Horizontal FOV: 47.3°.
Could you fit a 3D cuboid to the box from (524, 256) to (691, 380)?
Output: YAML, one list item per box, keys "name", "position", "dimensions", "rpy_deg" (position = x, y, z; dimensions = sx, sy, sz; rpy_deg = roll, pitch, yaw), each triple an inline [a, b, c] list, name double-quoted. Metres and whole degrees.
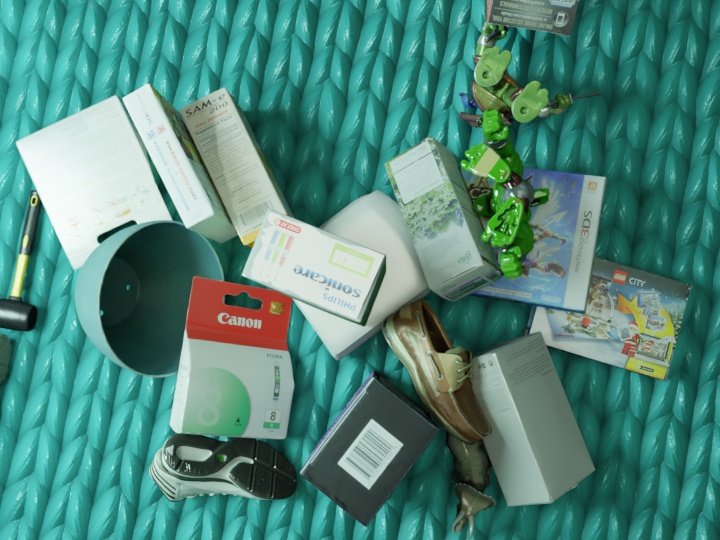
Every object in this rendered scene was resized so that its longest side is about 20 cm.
- name: "box"
  position: [0.342, 0.059, 1.144]
  dimensions: [0.198, 0.038, 0.138]
  rpy_deg: [17, 86, 2]

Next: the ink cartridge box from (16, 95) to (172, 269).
- name: "ink cartridge box"
  position: [-0.372, -0.124, 1.171]
  dimensions: [0.159, 0.047, 0.201]
  rpy_deg: [-24, 91, -1]

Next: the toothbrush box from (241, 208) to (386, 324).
- name: "toothbrush box"
  position: [-0.048, 0.003, 1.004]
  dimensions: [0.145, 0.200, 0.087]
  rpy_deg: [22, 87, 4]

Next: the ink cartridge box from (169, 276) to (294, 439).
- name: "ink cartridge box"
  position: [-0.161, 0.120, 1.104]
  dimensions: [0.160, 0.050, 0.202]
  rpy_deg: [11, 87, -35]

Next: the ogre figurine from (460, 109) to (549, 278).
- name: "ogre figurine"
  position: [0.189, -0.090, 1.053]
  dimensions: [0.098, 0.120, 0.201]
  rpy_deg: [-30, 74, 18]

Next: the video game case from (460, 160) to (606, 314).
- name: "video game case"
  position: [0.221, -0.048, 1.125]
  dimensions: [0.198, 0.045, 0.183]
  rpy_deg: [9, 84, 17]

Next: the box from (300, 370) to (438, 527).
- name: "box"
  position: [0.013, 0.220, 1.057]
  dimensions: [0.104, 0.200, 0.148]
  rpy_deg: [38, 86, 3]

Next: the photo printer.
- name: "photo printer"
  position: [0.000, 0.000, 1.138]
  dimensions: [0.199, 0.069, 0.167]
  rpy_deg: [-36, 86, -2]

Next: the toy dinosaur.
- name: "toy dinosaur"
  position: [0.143, 0.244, 1.102]
  dimensions: [0.076, 0.102, 0.202]
  rpy_deg: [-8, 87, 0]

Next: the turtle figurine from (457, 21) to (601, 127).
- name: "turtle figurine"
  position: [0.215, -0.267, 1.080]
  dimensions: [0.198, 0.194, 0.145]
  rpy_deg: [-13, 103, 12]

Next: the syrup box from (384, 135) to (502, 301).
- name: "syrup box"
  position: [0.110, -0.068, 1.094]
  dimensions: [0.078, 0.081, 0.201]
  rpy_deg: [-28, 66, 21]

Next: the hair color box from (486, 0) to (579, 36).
- name: "hair color box"
  position: [0.228, -0.387, 1.104]
  dimensions: [0.110, 0.201, 0.064]
  rpy_deg: [9, 128, 1]

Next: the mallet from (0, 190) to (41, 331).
- name: "mallet"
  position: [-0.488, -0.015, 1.167]
  dimensions: [0.065, 0.041, 0.202]
  rpy_deg: [2, 82, -2]

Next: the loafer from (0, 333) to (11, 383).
- name: "loafer"
  position: [-0.544, 0.182, 1.142]
  dimensions: [0.062, 0.072, 0.202]
  rpy_deg: [10, 79, 18]

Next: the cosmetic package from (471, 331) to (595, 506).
- name: "cosmetic package"
  position: [0.218, 0.196, 1.093]
  dimensions: [0.107, 0.085, 0.202]
  rpy_deg: [-16, 84, -40]

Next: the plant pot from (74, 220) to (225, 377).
- name: "plant pot"
  position: [-0.299, 0.033, 1.098]
  dimensions: [0.134, 0.199, 0.202]
  rpy_deg: [4, 85, 40]

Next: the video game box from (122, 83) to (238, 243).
- name: "video game box"
  position: [-0.228, -0.133, 1.087]
  dimensions: [0.047, 0.200, 0.183]
  rpy_deg: [-25, 85, 0]

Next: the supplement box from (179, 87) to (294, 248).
- name: "supplement box"
  position: [-0.161, -0.132, 1.123]
  dimensions: [0.073, 0.126, 0.201]
  rpy_deg: [-26, 85, 0]

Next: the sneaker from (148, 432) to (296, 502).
- name: "sneaker"
  position: [-0.193, 0.278, 1.128]
  dimensions: [0.199, 0.115, 0.076]
  rpy_deg: [21, 52, -25]

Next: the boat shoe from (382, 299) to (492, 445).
- name: "boat shoe"
  position: [0.107, 0.127, 1.060]
  dimensions: [0.074, 0.075, 0.201]
  rpy_deg: [-41, 75, 25]
